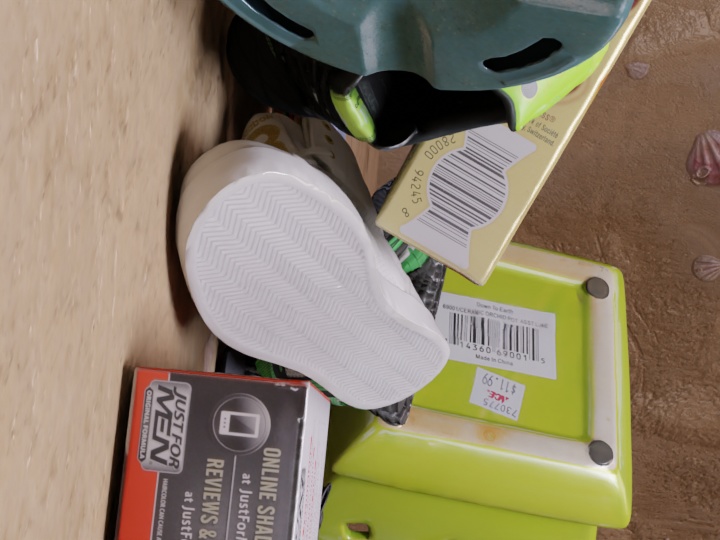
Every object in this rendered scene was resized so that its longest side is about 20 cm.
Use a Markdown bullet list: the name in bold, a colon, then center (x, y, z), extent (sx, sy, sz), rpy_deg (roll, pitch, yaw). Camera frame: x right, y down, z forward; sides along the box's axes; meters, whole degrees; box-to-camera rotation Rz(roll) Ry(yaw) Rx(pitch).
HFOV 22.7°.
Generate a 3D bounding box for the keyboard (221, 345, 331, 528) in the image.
- **keyboard**: center (-0.045, 0.141, 0.881), extent (0.127, 0.020, 0.201), rpy_deg (26, 69, -64)

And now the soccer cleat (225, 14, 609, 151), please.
- **soccer cleat**: center (0.004, -0.080, 0.677), extent (0.081, 0.199, 0.068), rpy_deg (-46, 119, -31)

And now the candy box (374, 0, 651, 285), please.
- **candy box**: center (0.079, -0.098, 0.754), extent (0.201, 0.055, 0.115), rpy_deg (-59, -179, 8)

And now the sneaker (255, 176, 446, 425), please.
- **sneaker**: center (0.000, 0.000, 0.896), extent (0.200, 0.085, 0.078), rpy_deg (-67, 169, -65)

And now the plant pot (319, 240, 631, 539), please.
- **plant pot**: center (0.053, 0.085, 1.046), extent (0.182, 0.199, 0.200), rpy_deg (116, -17, -53)

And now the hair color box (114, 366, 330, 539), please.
- **hair color box**: center (-0.048, 0.091, 0.667), extent (0.200, 0.061, 0.102), rpy_deg (88, 8, -84)

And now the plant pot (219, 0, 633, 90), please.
- **plant pot**: center (0.032, -0.177, 0.571), extent (0.200, 0.199, 0.197), rpy_deg (91, 13, -66)

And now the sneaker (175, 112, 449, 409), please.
- **sneaker**: center (-0.036, -0.024, 0.735), extent (0.116, 0.073, 0.200), rpy_deg (62, 6, 30)

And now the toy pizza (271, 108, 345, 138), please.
- **toy pizza**: center (-0.028, -0.123, 0.898), extent (0.200, 0.031, 0.202), rpy_deg (0, 90, -87)
